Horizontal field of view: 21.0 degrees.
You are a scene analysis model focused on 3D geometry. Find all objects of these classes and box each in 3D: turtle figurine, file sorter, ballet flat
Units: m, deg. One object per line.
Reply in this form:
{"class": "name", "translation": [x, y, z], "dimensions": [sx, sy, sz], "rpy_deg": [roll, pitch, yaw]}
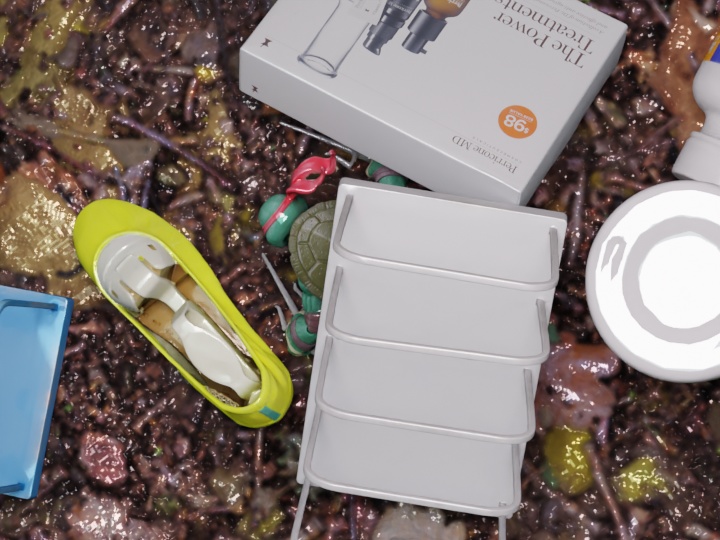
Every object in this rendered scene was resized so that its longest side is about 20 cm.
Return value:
{"class": "turtle figurine", "translation": [0.000, 0.000, 1.241], "dimensions": [0.200, 0.101, 0.150], "rpy_deg": [35, 100, 3]}
{"class": "file sorter", "translation": [0.038, 0.067, 1.141], "dimensions": [0.138, 0.125, 0.201], "rpy_deg": [9, 109, 1]}
{"class": "ballet flat", "translation": [-0.121, 0.024, 1.276], "dimensions": [0.067, 0.067, 0.200], "rpy_deg": [-45, 79, 7]}
{"class": "file sorter", "translation": [-0.316, 0.066, 1.286], "dimensions": [0.199, 0.123, 0.139], "rpy_deg": [10, 88, 12]}

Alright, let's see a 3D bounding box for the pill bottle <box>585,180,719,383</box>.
{"class": "pill bottle", "translation": [0.196, 0.011, 1.144], "dimensions": [0.111, 0.200, 0.111], "rpy_deg": [-1, 87, 12]}

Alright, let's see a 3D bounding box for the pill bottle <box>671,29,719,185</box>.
{"class": "pill bottle", "translation": [0.272, -0.129, 1.182], "dimensions": [0.112, 0.112, 0.200], "rpy_deg": [30, 93, 12]}

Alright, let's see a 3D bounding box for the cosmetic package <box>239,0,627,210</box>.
{"class": "cosmetic package", "translation": [0.046, -0.134, 1.226], "dimensions": [0.200, 0.052, 0.151], "rpy_deg": [28, 64, 12]}

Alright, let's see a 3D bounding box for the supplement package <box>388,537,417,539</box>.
{"class": "supplement package", "translation": [0.098, 0.237, 1.193], "dimensions": [0.199, 0.117, 0.118], "rpy_deg": [5, 90, 12]}
